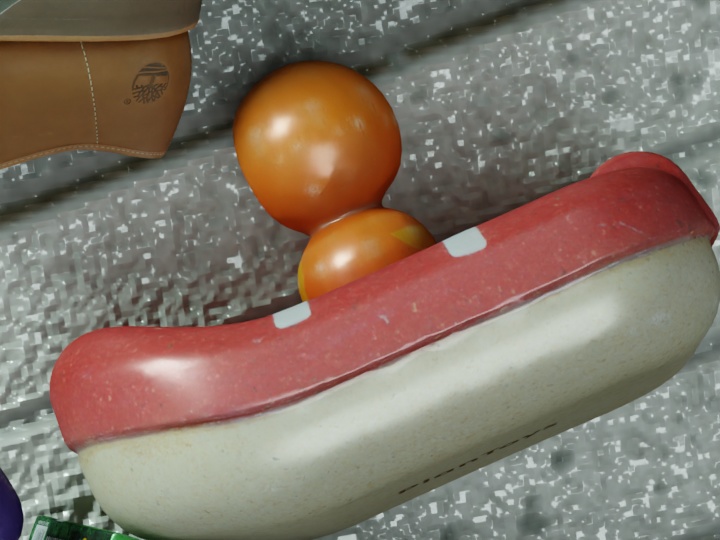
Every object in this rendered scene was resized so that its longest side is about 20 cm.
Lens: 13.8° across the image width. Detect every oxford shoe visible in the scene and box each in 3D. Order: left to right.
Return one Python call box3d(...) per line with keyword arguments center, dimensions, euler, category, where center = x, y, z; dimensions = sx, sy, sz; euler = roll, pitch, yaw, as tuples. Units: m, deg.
box3d(center=(-0.145, -0.054, 0.849), dimensions=(0.200, 0.071, 0.071), euler=(1, 115, -12), category="oxford shoe")

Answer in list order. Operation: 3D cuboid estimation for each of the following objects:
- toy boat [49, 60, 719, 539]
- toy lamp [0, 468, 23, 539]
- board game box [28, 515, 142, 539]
box3d(center=(0.000, 0.000, 0.881), dimensions=(0.200, 0.131, 0.131), euler=(-23, 80, -3), category="toy boat")
box3d(center=(-0.115, 0.123, 0.897), dimensions=(0.058, 0.058, 0.200), euler=(-17, 121, -5), category="toy lamp")
box3d(center=(0.001, 0.117, 0.913), dimensions=(0.200, 0.105, 0.023), euler=(20, 84, -16), category="board game box")
